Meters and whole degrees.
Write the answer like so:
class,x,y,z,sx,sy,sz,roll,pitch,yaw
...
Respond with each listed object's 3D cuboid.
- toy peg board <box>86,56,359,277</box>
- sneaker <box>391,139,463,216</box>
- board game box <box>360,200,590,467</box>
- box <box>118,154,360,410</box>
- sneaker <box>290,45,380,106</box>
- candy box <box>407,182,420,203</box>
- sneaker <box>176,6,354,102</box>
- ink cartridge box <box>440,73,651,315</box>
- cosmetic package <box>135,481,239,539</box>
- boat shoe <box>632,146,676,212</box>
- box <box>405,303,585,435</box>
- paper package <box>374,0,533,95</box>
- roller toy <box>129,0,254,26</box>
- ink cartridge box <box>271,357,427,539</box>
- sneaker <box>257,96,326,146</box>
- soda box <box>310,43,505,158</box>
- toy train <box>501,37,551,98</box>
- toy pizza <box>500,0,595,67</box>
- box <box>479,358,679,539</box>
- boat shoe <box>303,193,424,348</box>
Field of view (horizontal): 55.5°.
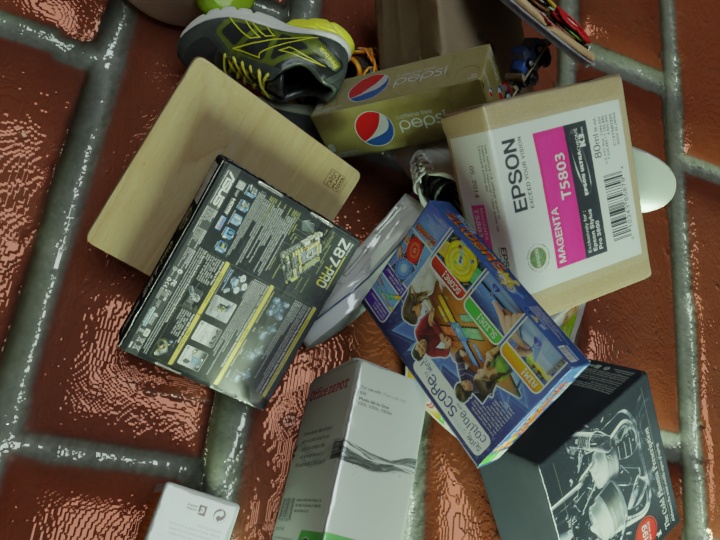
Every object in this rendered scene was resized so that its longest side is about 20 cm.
class,x,y,z,sx,sy,sz,roll,pitch,yaw
toy peg board,-0.141,-0.077,0.709,0.198,0.098,0.201,32,94,-25
sneaker,0.085,-0.103,0.736,0.070,0.074,0.200,2,37,-43
board game box,0.093,0.054,0.623,0.034,0.136,0.201,-2,46,-45
box,-0.116,0.016,0.666,0.160,0.049,0.202,28,95,-23
sneaker,0.004,-0.245,0.856,0.199,0.077,0.079,-31,85,-29
candy box,0.158,-0.072,0.805,0.197,0.062,0.137,14,48,16
sneaker,-0.107,-0.229,0.744,0.197,0.075,0.086,1,61,6
ink cartridge box,0.181,-0.070,0.655,0.163,0.075,0.203,-18,101,-22
cosmetic package,-0.177,0.294,0.593,0.070,0.101,0.202,22,65,-14
boat shoe,0.240,-0.115,0.749,0.197,0.072,0.064,14,28,17
box,0.152,0.080,0.777,0.199,0.113,0.101,-33,53,-28
paper package,0.119,-0.278,0.864,0.198,0.103,0.194,12,68,-43
roller toy,-0.199,-0.386,0.779,0.180,0.139,0.203,17,77,-23
ink cartridge box,-0.014,0.203,0.665,0.083,0.146,0.203,21,67,-17
sneaker,-0.106,-0.131,0.773,0.197,0.075,0.108,-4,75,-25
soda box,0.051,-0.179,0.741,0.064,0.197,0.068,59,37,-38
toy train,0.158,-0.193,0.792,0.046,0.034,0.201,39,83,-34
toy pizza,0.209,-0.316,0.816,0.199,0.032,0.201,30,29,-19
box,0.239,0.231,0.751,0.181,0.104,0.202,-28,108,-27
boat shoe,0.000,0.000,0.756,0.200,0.074,0.065,-43,80,-2
